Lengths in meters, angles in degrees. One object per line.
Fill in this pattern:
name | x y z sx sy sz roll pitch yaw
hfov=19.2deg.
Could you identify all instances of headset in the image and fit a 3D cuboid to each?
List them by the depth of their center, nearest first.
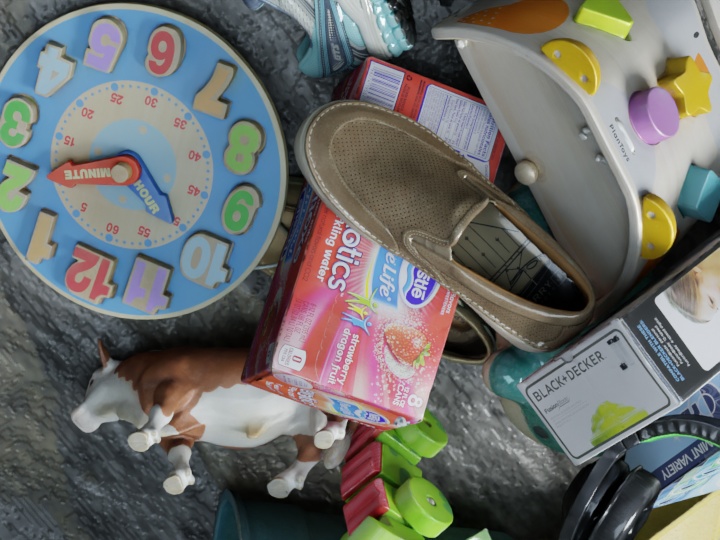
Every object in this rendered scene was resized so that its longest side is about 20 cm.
headset | 0.164 0.165 1.257 0.199 0.094 0.124 -33 83 20

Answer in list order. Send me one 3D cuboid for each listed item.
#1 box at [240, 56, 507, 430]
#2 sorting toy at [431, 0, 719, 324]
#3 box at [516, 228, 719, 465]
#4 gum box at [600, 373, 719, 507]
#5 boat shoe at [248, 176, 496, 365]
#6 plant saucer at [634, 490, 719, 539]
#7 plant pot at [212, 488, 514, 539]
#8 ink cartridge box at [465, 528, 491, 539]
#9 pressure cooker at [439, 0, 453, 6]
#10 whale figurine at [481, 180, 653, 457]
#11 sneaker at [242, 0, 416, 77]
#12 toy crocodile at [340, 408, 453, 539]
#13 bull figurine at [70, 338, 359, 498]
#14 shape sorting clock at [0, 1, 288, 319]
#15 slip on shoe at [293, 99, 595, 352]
box | 0.009 -0.013 1.284 0.099 0.095 0.201 19 78 -11
sorting toy | 0.170 -0.103 1.264 0.107 0.180 0.201 -16 106 51
box | 0.197 0.025 1.243 0.060 0.200 0.117 54 144 3
gum box | 0.272 0.079 1.316 0.199 0.045 0.170 -9 156 -42
boat shoe | 0.000 0.000 1.357 0.199 0.063 0.074 21 113 -10
plant saucer | 0.167 0.252 1.436 0.048 0.200 0.201 23 119 31
plant pot | 0.005 0.248 1.411 0.195 0.200 0.201 2 115 -11
ink cartridge box | 0.022 0.254 1.294 0.199 0.059 0.104 -29 103 -14
pressure cooker | 0.081 -0.241 1.191 0.199 0.179 0.177 0 89 -1
whale figurine | 0.142 0.026 1.325 0.159 0.103 0.201 -40 126 -29
sneaker | -0.046 -0.198 1.259 0.086 0.078 0.201 -26 113 14
toy crocodile | 0.014 0.132 1.344 0.062 0.200 0.067 39 113 -21
bull figurine | -0.092 0.089 1.359 0.199 0.122 0.065 -4 122 3
shape sorting clock | -0.142 -0.065 1.317 0.199 0.039 0.201 5 111 13
slip on shoe | 0.051 -0.029 1.214 0.200 0.061 0.076 43 74 -3
